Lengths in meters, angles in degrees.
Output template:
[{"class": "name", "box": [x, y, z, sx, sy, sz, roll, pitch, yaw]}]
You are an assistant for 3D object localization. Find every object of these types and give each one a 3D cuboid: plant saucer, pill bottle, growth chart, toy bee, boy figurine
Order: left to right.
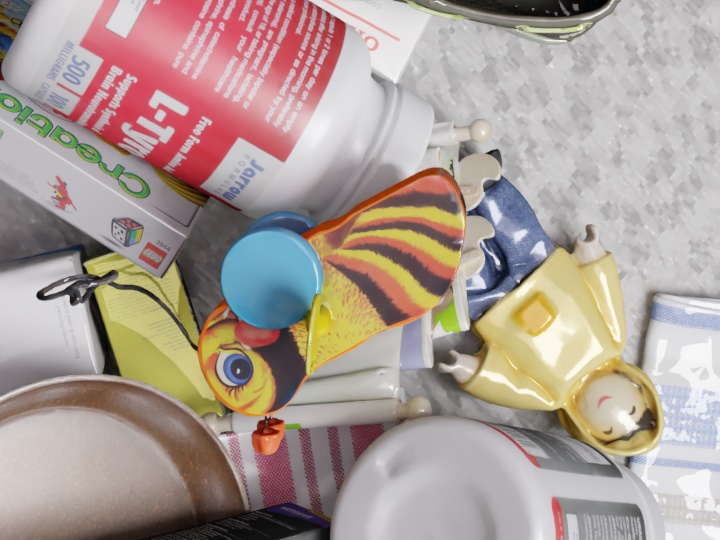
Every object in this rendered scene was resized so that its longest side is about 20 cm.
[{"class": "plant saucer", "box": [-0.142, 0.147, 0.681, 0.200, 0.034, 0.201, -4, 97, -36]}, {"class": "pill bottle", "box": [-0.068, -0.096, 0.724, 0.200, 0.112, 0.113, 29, 90, -15]}, {"class": "toy bee", "box": [-0.034, 0.026, 0.691, 0.199, 0.131, 0.109, -13, 101, 28]}, {"class": "growth chart", "box": [0.000, 0.000, 0.767, 0.144, 0.018, 0.201, -1, 56, 21]}, {"class": "pill bottle", "box": [0.080, 0.138, 0.735, 0.113, 0.200, 0.114, -6, 77, 29]}, {"class": "boy figurine", "box": [0.102, 0.033, 0.831, 0.124, 0.064, 0.200, -35, 94, -7]}]

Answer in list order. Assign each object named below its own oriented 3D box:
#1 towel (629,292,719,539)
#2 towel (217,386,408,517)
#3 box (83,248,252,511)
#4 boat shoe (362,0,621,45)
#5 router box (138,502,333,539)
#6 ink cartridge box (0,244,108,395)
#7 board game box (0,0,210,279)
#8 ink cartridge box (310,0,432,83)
[{"class": "towel", "box": [0.235, 0.116, 0.875, 0.146, 0.024, 0.201, 7, 93, -7]}, {"class": "towel", "box": [-0.056, 0.153, 0.760, 0.199, 0.030, 0.147, -12, 95, -10]}, {"class": "box", "box": [-0.100, 0.081, 0.801, 0.050, 0.075, 0.201, -16, 97, -6]}, {"class": "boat shoe", "box": [0.039, -0.168, 0.742, 0.201, 0.060, 0.072, 15, 91, -11]}, {"class": "router box", "box": [-0.080, 0.227, 0.683, 0.157, 0.052, 0.201, -9, 100, -36]}, {"class": "ink cartridge box", "box": [-0.239, 0.043, 0.758, 0.199, 0.116, 0.067, -14, 96, -6]}, {"class": "board game box", "box": [-0.166, -0.087, 0.755, 0.200, 0.126, 0.035, 32, 119, -9]}, {"class": "ink cartridge box", "box": [-0.008, -0.179, 0.799, 0.116, 0.067, 0.201, 26, 90, -9]}]
